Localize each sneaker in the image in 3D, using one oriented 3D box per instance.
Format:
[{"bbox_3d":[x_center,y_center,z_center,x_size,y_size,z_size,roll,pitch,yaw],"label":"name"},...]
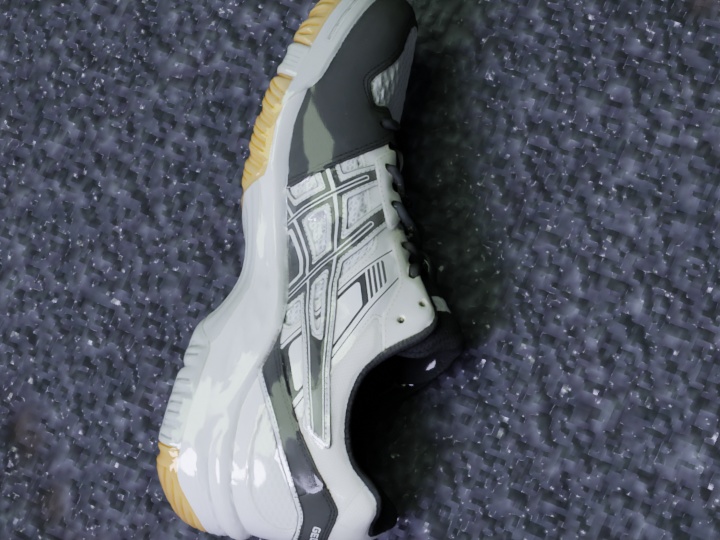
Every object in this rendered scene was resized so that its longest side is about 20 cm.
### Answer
[{"bbox_3d":[0.000,0.000,0.999,0.087,0.076,0.201,12,79,15],"label":"sneaker"}]
